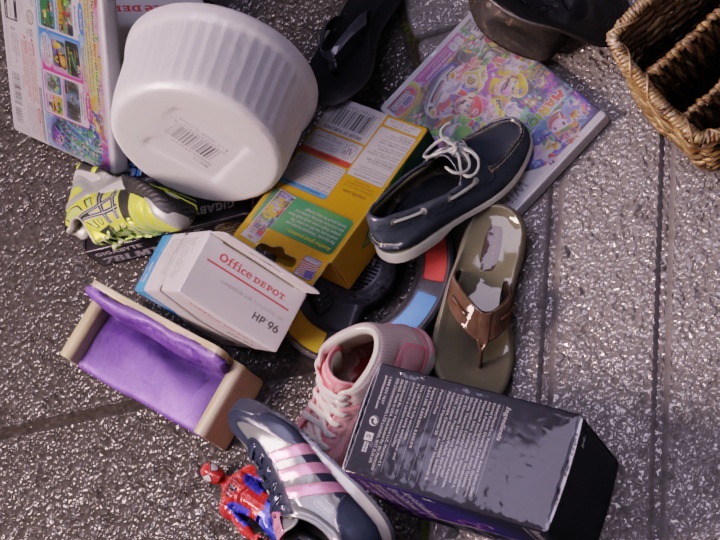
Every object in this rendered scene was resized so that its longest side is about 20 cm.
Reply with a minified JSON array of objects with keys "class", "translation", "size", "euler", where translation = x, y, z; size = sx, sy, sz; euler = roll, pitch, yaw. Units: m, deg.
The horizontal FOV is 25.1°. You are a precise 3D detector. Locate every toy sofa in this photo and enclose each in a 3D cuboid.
[{"class":"toy sofa","translation":[-0.205,0.093,1.615],"size":[0.199,0.098,0.083],"euler":[26,80,28]}]

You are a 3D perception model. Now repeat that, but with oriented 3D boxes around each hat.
[{"class":"hat","translation":[0.164,-0.262,1.606],"size":[0.201,0.199,0.081],"euler":[54,133,30]}]

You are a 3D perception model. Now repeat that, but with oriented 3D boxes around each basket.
[{"class":"basket","translation":[0.347,-0.205,1.476],"size":[0.200,0.149,0.143],"euler":[-40,59,2]}]

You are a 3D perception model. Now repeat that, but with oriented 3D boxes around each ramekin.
[{"class":"ramekin","translation":[-0.147,-0.157,1.575],"size":[0.198,0.201,0.098],"euler":[0,54,23]}]

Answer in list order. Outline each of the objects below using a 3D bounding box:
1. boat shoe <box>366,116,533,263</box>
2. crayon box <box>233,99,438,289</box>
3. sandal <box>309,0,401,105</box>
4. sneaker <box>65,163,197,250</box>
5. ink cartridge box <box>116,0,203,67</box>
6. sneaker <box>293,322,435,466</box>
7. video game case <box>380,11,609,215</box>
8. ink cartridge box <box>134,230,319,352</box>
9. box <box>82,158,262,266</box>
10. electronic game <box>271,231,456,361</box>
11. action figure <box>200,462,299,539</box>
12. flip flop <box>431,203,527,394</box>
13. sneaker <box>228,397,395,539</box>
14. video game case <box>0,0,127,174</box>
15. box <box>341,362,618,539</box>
[{"class":"boat shoe","translation":[0.084,-0.090,1.546],"size":[0.199,0.062,0.075],"euler":[-36,46,-14]},{"class":"crayon box","translation":[-0.026,-0.067,1.589],"size":[0.125,0.052,0.201],"euler":[24,70,37]},{"class":"sandal","translation":[-0.014,-0.247,1.671],"size":[0.075,0.043,0.201],"euler":[-4,47,31]},{"class":"sneaker","translation":[-0.233,-0.055,1.640],"size":[0.199,0.075,0.077],"euler":[14,84,53]},{"class":"ink cartridge box","translation":[-0.262,-0.319,1.782],"size":[0.144,0.084,0.202],"euler":[-4,59,-24]},{"class":"sneaker","translation":[-0.026,0.122,1.506],"size":[0.200,0.104,0.076],"euler":[-47,58,17]},{"class":"video game case","translation":[0.132,-0.157,1.623],"size":[0.143,0.018,0.200],"euler":[-46,59,-1]},{"class":"ink cartridge box","translation":[-0.130,0.020,1.546],"size":[0.068,0.115,0.200],"euler":[-62,19,-12]},{"class":"box","translation":[-0.203,-0.121,1.734],"size":[0.198,0.050,0.201],"euler":[-12,64,19]},{"class":"electronic game","translation":[0.000,0.000,1.599],"size":[0.198,0.042,0.202],"euler":[-9,65,20]},{"class":"action figure","translation":[-0.078,0.234,1.533],"size":[0.199,0.052,0.066],"euler":[28,86,32]},{"class":"flip flop","translation":[0.116,0.028,1.517],"size":[0.080,0.058,0.202],"euler":[12,74,6]},{"class":"sneaker","translation":[-0.064,0.199,1.467],"size":[0.200,0.070,0.082],"euler":[39,63,23]},{"class":"video game case","translation":[-0.316,-0.220,1.711],"size":[0.181,0.202,0.024],"euler":[24,35,38]},{"class":"box","translation":[0.109,0.171,1.420],"size":[0.198,0.148,0.105],"euler":[13,74,27]}]
